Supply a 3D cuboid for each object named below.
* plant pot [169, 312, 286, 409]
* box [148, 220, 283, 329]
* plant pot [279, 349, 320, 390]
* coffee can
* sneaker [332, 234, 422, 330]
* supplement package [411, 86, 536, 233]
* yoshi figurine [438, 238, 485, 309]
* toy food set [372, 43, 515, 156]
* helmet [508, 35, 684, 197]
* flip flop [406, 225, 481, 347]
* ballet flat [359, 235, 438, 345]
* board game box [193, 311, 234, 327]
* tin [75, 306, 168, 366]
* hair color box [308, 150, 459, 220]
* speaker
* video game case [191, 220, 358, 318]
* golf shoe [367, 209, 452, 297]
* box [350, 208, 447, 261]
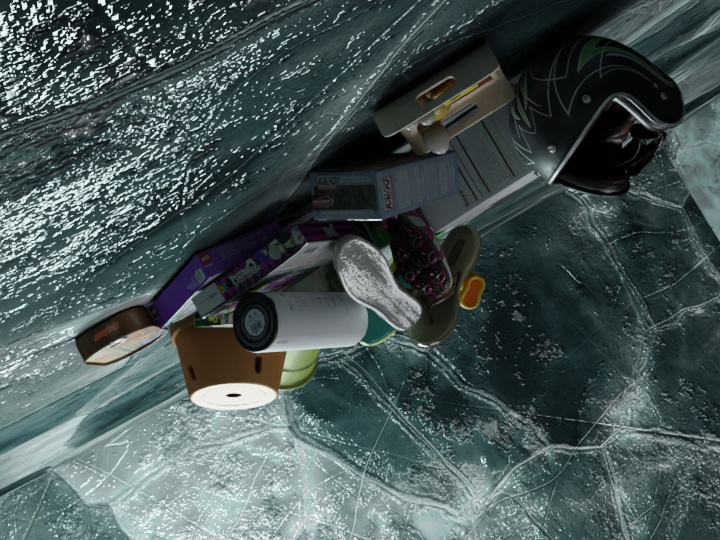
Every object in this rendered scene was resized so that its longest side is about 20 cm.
[{"bbox_3d":[-0.202,0.134,1.597,0.200,0.140,0.200,-3,156,-2],"label":"plant pot"},{"bbox_3d":[-0.199,0.008,1.403,0.137,0.039,0.200,-26,172,-37],"label":"box"},{"bbox_3d":[-0.131,0.092,1.908,0.200,0.200,0.190,-24,159,-45],"label":"plant pot"},{"bbox_3d":[-0.050,0.006,1.605,0.146,0.146,0.200,-29,174,-6],"label":"coffee can"},{"bbox_3d":[0.000,0.000,1.420,0.074,0.116,0.200,-43,134,-3],"label":"sneaker"},{"bbox_3d":[0.176,-0.157,1.438,0.200,0.120,0.121,-32,175,27],"label":"supplement package"},{"bbox_3d":[0.129,0.011,1.630,0.112,0.112,0.200,-16,-162,-1],"label":"yoshi figurine"},{"bbox_3d":[0.104,-0.183,1.153,0.143,0.060,0.200,-31,175,12],"label":"toy food set"},{"bbox_3d":[0.280,-0.196,1.260,0.191,0.200,0.200,13,160,-15],"label":"helmet"},{"bbox_3d":[0.117,0.017,1.479,0.058,0.081,0.200,44,67,-52],"label":"flip flop"},{"bbox_3d":[0.057,0.026,1.550,0.200,0.067,0.067,-58,-171,2],"label":"ballet flat"},{"bbox_3d":[-0.132,0.074,1.483,0.200,0.023,0.105,4,171,-33],"label":"board game box"},{"bbox_3d":[-0.346,0.097,1.467,0.112,0.042,0.200,-33,175,-4],"label":"tin"},{"bbox_3d":[0.034,-0.108,1.266,0.099,0.061,0.200,2,-167,33],"label":"hair color box"},{"bbox_3d":[-0.076,0.068,1.373,0.081,0.081,0.200,-33,161,31],"label":"speaker"},{"bbox_3d":[-0.110,-0.005,1.373,0.181,0.036,0.200,-35,173,19],"label":"video game case"},{"bbox_3d":[0.075,-0.053,1.449,0.073,0.200,0.092,-40,168,32],"label":"golf shoe"},{"bbox_3d":[0.077,-0.094,1.636,0.176,0.097,0.200,-27,173,-6],"label":"box"}]
